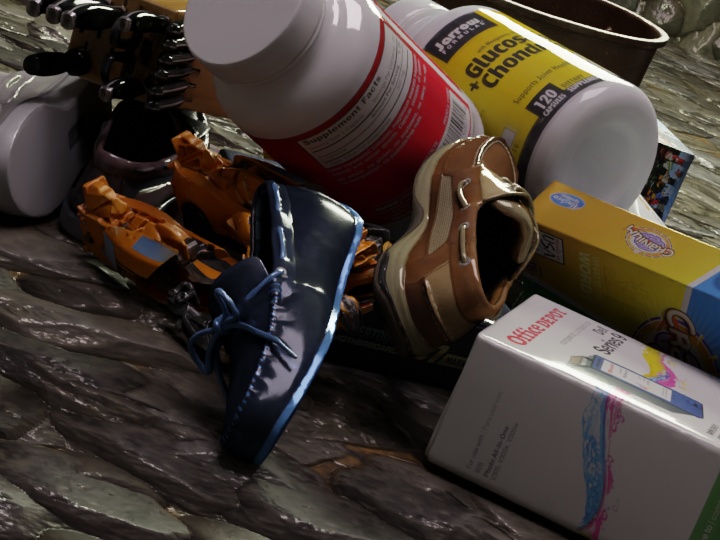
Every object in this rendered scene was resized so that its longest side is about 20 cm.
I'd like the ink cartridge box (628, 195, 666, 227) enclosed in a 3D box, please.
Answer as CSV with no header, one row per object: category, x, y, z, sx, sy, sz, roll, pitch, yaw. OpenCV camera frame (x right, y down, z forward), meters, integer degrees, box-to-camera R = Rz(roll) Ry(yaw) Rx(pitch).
ink cartridge box,0.223,0.048,1.739,0.198,0.043,0.200,52,9,-6

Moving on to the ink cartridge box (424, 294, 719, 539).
ink cartridge box,0.154,0.100,1.523,0.200,0.088,0.145,24,14,13

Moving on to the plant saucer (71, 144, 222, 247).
plant saucer,-0.133,-0.067,1.844,0.200,0.032,0.200,21,14,-6

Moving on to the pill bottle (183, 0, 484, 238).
pill bottle,-0.017,-0.110,1.630,0.112,0.112,0.200,35,-5,43

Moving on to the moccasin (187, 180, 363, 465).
moccasin,-0.054,0.027,1.437,0.068,0.080,0.200,29,33,-10

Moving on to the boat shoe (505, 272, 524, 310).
boat shoe,0.103,-0.002,1.841,0.059,0.072,0.200,34,11,-4

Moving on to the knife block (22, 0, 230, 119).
knife block,-0.152,-0.152,1.729,0.175,0.064,0.200,12,14,-26

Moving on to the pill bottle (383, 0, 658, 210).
pill bottle,0.090,-0.106,1.758,0.112,0.112,0.200,7,20,-47

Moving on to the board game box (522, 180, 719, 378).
board game box,0.191,0.046,1.632,0.200,0.153,0.040,24,49,30

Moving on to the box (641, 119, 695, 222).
box,0.190,-0.061,2.096,0.038,0.137,0.200,20,13,-15

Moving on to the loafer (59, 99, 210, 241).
loafer,-0.134,-0.080,1.728,0.072,0.063,0.200,21,29,4

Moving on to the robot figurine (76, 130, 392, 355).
robot figurine,-0.070,-0.014,1.583,0.145,0.058,0.200,-31,39,-31

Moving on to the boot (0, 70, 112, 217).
boot,-0.230,-0.083,1.708,0.095,0.074,0.200,2,16,11

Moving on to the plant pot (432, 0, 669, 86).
plant pot,0.107,-0.118,2.044,0.200,0.198,0.200,18,14,-4

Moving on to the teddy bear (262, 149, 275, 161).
teddy bear,0.027,-0.059,1.878,0.200,0.067,0.145,10,0,-7

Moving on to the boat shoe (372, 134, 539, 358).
boat shoe,0.069,-0.017,1.564,0.074,0.076,0.200,-16,26,25

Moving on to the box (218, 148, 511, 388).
box,0.000,0.000,1.713,0.158,0.051,0.200,15,21,-29
